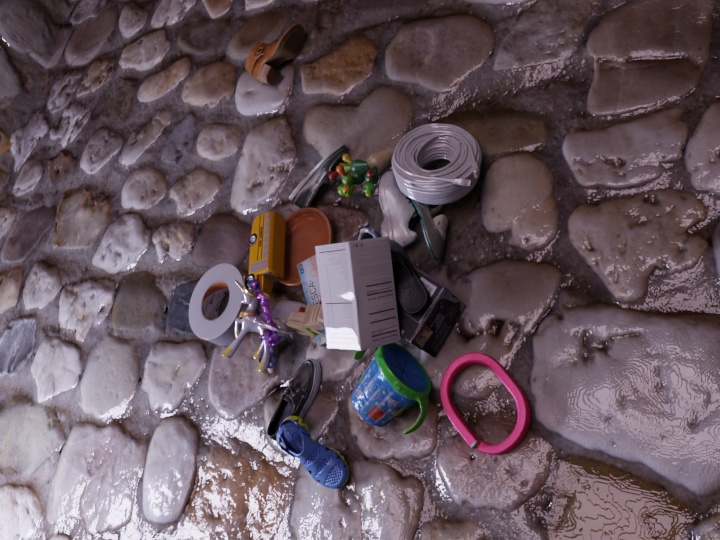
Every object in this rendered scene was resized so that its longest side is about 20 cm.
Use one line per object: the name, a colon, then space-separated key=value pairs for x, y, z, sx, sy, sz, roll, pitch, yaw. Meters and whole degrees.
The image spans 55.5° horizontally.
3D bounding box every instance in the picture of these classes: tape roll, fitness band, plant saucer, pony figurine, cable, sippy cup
tape roll: x=-0.356 y=0.088 z=1.781 sx=0.196 sy=0.066 sz=0.206 roll=-15 pitch=62 yaw=30
fitness band: x=0.233 y=0.249 z=1.294 sx=0.144 sy=0.037 sz=0.201 roll=-47 pitch=52 yaw=11
plant saucer: x=-0.142 y=-0.055 z=1.702 sx=0.196 sy=0.037 sz=0.206 roll=-15 pitch=63 yaw=32
pony figurine: x=-0.226 y=0.130 z=1.609 sx=0.189 sy=0.166 sz=0.205 roll=20 pitch=110 yaw=12
cable: x=0.167 y=-0.235 z=1.492 sx=0.194 sy=0.070 sz=0.204 roll=0 pitch=52 yaw=16
sippy cup: x=0.053 y=0.238 z=1.380 sx=0.131 sy=0.138 sz=0.179 roll=-48 pitch=26 yaw=22

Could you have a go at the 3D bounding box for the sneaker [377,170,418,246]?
sneaker: x=0.087 y=-0.137 z=1.558 sx=0.085 sy=0.075 sz=0.205 roll=-12 pitch=66 yaw=13

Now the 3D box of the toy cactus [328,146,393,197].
toy cactus: x=0.005 y=-0.243 z=1.633 sx=0.163 sy=0.103 sz=0.200 roll=-36 pitch=21 yaw=-7

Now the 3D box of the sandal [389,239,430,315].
sandal: x=0.071 y=0.001 z=1.363 sx=0.075 sy=0.048 sz=0.201 roll=-45 pitch=51 yaw=11

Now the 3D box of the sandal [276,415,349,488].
sandal: x=-0.110 y=0.385 z=1.441 sx=0.198 sy=0.087 sz=0.081 roll=33 pitch=89 yaw=22

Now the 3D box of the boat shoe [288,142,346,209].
boat shoe: x=-0.097 y=-0.237 z=1.744 sx=0.062 sy=0.073 sz=0.200 roll=44 pitch=93 yaw=-4

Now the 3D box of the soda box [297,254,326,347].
soda box: x=-0.080 y=0.070 z=1.563 sx=0.067 sy=0.063 sz=0.205 roll=-25 pitch=68 yaw=24

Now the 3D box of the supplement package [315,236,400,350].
supplement package: x=-0.005 y=0.045 z=1.334 sx=0.112 sy=0.108 sz=0.206 roll=-3 pitch=94 yaw=49

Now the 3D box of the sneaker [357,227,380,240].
sneaker: x=0.000 y=0.000 z=1.551 sx=0.070 sy=0.072 sz=0.206 roll=2 pitch=73 yaw=34

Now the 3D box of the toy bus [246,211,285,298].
toy bus: x=-0.231 y=-0.036 z=1.695 sx=0.077 sy=0.065 sz=0.205 roll=-15 pitch=62 yaw=29

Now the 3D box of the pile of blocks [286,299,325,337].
pile of blocks: x=-0.082 y=0.099 z=1.464 sx=0.198 sy=0.081 sz=0.064 roll=-12 pitch=55 yaw=57

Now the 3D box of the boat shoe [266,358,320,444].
boat shoe: x=-0.150 y=0.292 z=1.546 sx=0.068 sy=0.056 sz=0.204 roll=17 pitch=82 yaw=40

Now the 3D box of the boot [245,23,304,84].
boot: x=-0.260 y=-0.654 z=2.025 sx=0.202 sy=0.073 sz=0.154 roll=-54 pitch=46 yaw=2

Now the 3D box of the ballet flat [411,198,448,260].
ballet flat: x=0.156 y=-0.118 z=1.489 sx=0.063 sy=0.067 sz=0.204 roll=-26 pitch=57 yaw=16

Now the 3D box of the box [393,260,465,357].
box: x=0.098 y=0.062 z=1.424 sx=0.199 sy=0.114 sz=0.134 roll=34 pitch=90 yaw=39
